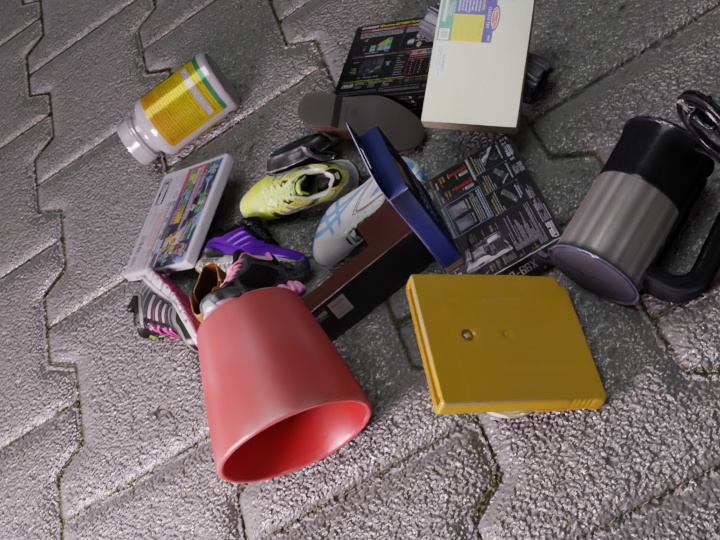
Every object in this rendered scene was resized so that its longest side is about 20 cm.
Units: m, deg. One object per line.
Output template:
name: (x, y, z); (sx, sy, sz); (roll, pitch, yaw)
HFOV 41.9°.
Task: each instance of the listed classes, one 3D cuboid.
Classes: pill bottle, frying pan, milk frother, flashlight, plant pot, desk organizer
pill bottle: (-0.317, -0.273, 1.621); (0.199, 0.113, 0.113); (-35, 48, 8)
frying pan: (-0.094, -0.172, 1.409); (0.114, 0.031, 0.190); (-24, 14, 3)
milk frother: (0.320, -0.080, 1.041); (0.179, 0.200, 0.189); (24, 75, 36)
flashlight: (0.173, -0.308, 1.323); (0.199, 0.068, 0.068); (34, 83, 15)
plant pot: (-0.107, 0.132, 1.144); (0.199, 0.200, 0.179); (-30, 62, 11)
desk organizer: (0.000, 0.000, 1.272); (0.199, 0.072, 0.077); (-39, 46, 4)

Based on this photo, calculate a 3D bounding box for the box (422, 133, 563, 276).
box: (0.167, -0.063, 1.223); (0.157, 0.050, 0.201); (-31, 49, 12)

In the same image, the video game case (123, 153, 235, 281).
video game case: (-0.292, -0.084, 1.513); (0.181, 0.023, 0.202); (-10, 54, 44)

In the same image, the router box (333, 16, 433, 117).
router box: (0.068, -0.309, 1.440); (0.198, 0.062, 0.152); (1, 62, 32)

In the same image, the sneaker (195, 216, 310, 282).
sneaker: (-0.153, -0.036, 1.392); (0.198, 0.070, 0.101); (2, 59, 32)

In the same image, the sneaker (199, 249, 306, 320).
sneaker: (-0.154, 0.019, 1.233); (0.079, 0.199, 0.096); (-35, 81, 25)

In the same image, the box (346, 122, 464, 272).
box: (0.057, -0.094, 1.145); (0.032, 0.200, 0.122); (-33, 48, 11)

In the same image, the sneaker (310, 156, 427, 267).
sneaker: (0.010, -0.079, 1.316); (0.200, 0.072, 0.072); (-45, 37, -1)

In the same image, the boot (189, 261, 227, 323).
boot: (-0.178, 0.099, 1.267); (0.070, 0.144, 0.203); (-21, 51, 19)

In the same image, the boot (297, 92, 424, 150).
boot: (0.008, -0.221, 1.419); (0.198, 0.075, 0.075); (16, 84, 17)

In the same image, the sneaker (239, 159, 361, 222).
sneaker: (-0.101, -0.124, 1.398); (0.198, 0.076, 0.076); (-18, 85, 23)

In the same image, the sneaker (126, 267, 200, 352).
sneaker: (-0.287, 0.077, 1.400); (0.088, 0.074, 0.200); (-51, 49, 0)

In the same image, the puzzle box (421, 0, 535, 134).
puzzle box: (0.162, -0.287, 1.277); (0.131, 0.025, 0.203); (7, 78, 17)

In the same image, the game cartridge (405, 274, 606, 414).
game cartridge: (0.162, 0.081, 1.069); (0.197, 0.033, 0.178); (2, 50, -16)

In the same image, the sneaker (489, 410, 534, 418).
sneaker: (0.132, 0.105, 1.107); (0.199, 0.089, 0.077); (29, 78, 41)
